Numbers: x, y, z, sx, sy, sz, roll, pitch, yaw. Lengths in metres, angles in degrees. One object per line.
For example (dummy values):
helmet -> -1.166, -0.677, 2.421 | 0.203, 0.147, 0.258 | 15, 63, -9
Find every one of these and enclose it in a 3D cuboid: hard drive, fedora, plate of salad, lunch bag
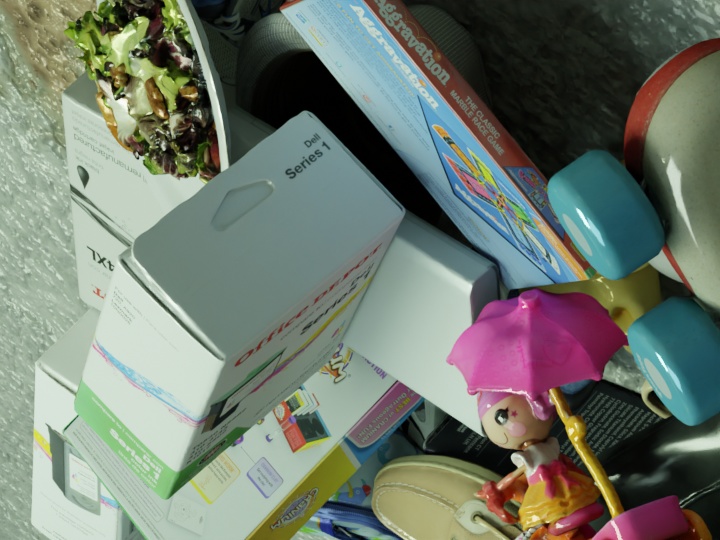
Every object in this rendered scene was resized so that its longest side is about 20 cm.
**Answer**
hard drive -> 0.000, 0.000, 1.564 | 0.200, 0.026, 0.132 | 32, 148, 31
fedora -> 0.017, -0.090, 1.567 | 0.177, 0.090, 0.200 | 37, 149, 13
plate of salad -> -0.125, -0.105, 1.581 | 0.200, 0.048, 0.201 | 163, 90, -70
lunch bag -> -0.038, 0.130, 1.786 | 0.160, 0.083, 0.200 | 11, 174, 8

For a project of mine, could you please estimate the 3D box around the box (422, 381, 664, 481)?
box -> 0.153, 0.160, 1.684 | 0.200, 0.104, 0.148 | 21, 140, 32

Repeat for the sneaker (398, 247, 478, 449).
sneaker -> 0.036, 0.046, 1.712 | 0.088, 0.074, 0.200 | 25, 142, 24

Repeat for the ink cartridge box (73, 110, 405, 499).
ink cartridge box -> -0.070, 0.022, 1.509 | 0.084, 0.145, 0.200 | 45, 153, 10

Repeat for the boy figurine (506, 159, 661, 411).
boy figurine -> 0.127, 0.001, 1.574 | 0.124, 0.064, 0.200 | 37, 146, 12

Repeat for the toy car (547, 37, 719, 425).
toy car -> 0.182, -0.048, 1.406 | 0.177, 0.184, 0.200 | 59, 173, -21

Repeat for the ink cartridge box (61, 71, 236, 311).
ink cartridge box -> -0.110, -0.037, 1.769 | 0.146, 0.084, 0.200 | 28, 143, 22

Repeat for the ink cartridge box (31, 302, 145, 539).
ink cartridge box -> -0.156, 0.100, 1.915 | 0.086, 0.148, 0.200 | 31, 144, 17

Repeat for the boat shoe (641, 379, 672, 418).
boat shoe -> 0.253, 0.090, 1.532 | 0.200, 0.065, 0.072 | 24, 142, 28

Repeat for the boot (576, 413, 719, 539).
boot -> 0.218, 0.143, 1.494 | 0.200, 0.066, 0.165 | -37, 89, 37

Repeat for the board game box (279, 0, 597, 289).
board game box -> 0.043, -0.073, 1.427 | 0.200, 0.019, 0.103 | 50, 163, -11

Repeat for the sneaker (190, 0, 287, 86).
sneaker -> -0.079, -0.172, 1.586 | 0.077, 0.085, 0.200 | 34, 146, 16

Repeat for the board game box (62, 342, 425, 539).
board game box -> -0.067, 0.082, 1.665 | 0.153, 0.200, 0.040 | 48, -173, 30

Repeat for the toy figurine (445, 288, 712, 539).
toy figurine -> 0.109, 0.102, 1.459 | 0.184, 0.150, 0.200 | 68, 156, 11

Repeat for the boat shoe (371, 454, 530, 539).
boat shoe -> 0.080, 0.169, 1.618 | 0.200, 0.065, 0.071 | 20, 139, 32
